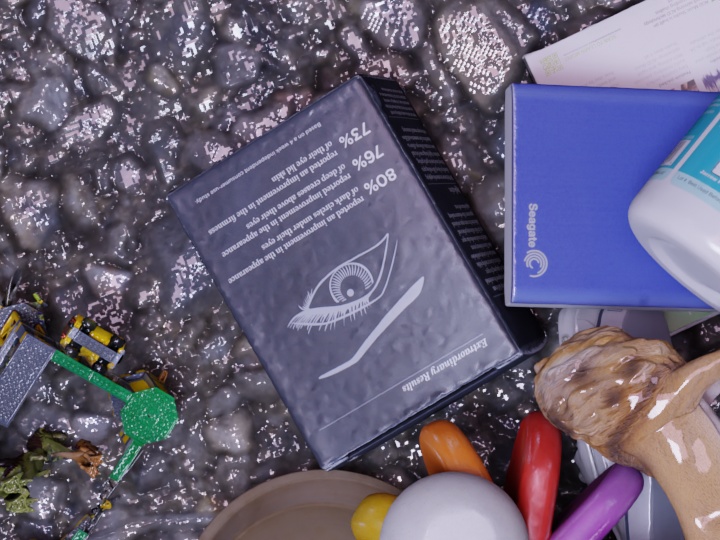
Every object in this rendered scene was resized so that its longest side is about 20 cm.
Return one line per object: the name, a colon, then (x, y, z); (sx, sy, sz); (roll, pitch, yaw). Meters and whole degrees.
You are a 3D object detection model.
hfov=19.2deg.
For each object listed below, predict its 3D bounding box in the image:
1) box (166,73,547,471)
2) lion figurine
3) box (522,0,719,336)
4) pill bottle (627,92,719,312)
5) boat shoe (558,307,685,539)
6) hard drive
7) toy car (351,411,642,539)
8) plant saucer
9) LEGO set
box: (0.000, 0.000, 1.318); (0.148, 0.104, 0.200); (-30, 86, 14)
lion figurine: (0.189, 0.108, 1.182); (0.122, 0.072, 0.200); (-33, 77, 11)
box: (0.207, -0.073, 1.336); (0.144, 0.036, 0.200); (-24, 85, 6)
pill bottle: (0.253, -0.073, 1.217); (0.111, 0.111, 0.200); (39, 84, 6)
boat shoe: (0.167, 0.112, 1.326); (0.065, 0.073, 0.201); (-2, 99, 42)
hard drive: (0.187, -0.042, 1.280); (0.199, 0.025, 0.132); (2, 82, -8)
toy car: (0.102, 0.165, 1.245); (0.200, 0.175, 0.150); (35, 77, 3)
plant saucer: (-0.018, 0.222, 1.322); (0.200, 0.029, 0.201); (6, 65, -13)
LEGO set: (-0.217, 0.109, 1.369); (0.154, 0.116, 0.200); (24, 96, -22)
